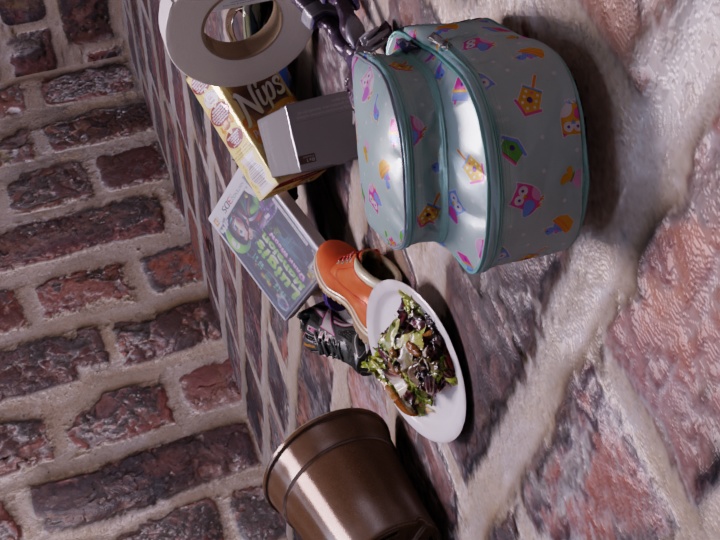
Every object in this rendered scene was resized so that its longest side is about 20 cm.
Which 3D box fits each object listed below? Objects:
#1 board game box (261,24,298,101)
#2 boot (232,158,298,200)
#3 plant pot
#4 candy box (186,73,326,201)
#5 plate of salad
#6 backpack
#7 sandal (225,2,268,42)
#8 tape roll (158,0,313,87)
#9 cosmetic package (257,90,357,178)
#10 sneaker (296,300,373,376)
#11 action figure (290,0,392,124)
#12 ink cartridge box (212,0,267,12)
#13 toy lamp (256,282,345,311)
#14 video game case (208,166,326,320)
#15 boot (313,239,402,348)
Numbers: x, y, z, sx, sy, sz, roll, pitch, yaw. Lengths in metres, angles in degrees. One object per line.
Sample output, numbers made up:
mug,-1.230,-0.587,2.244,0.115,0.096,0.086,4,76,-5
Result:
board game box,-0.113,-0.265,1.665,0.158,0.039,0.200,-117,26,-45
boot,-0.118,-0.097,1.689,0.198,0.073,0.162,51,162,5
plant pot,-0.003,0.328,1.521,0.198,0.200,0.201,52,154,43
candy box,-0.137,-0.205,1.541,0.055,0.115,0.200,-35,84,44
plate of salad,0.054,0.108,1.293,0.200,0.048,0.201,42,142,44
backpack,0.080,-0.091,0.837,0.200,0.153,0.176,-143,45,-58
sandal,-0.180,-0.371,1.721,0.201,0.057,0.080,134,152,-76
tape roll,-0.154,-0.320,1.418,0.203,0.202,0.037,93,158,-52
cosmetic package,-0.055,-0.167,1.386,0.200,0.106,0.091,179,76,-74
sneaker,-0.037,0.104,1.640,0.200,0.086,0.081,-136,32,-64
action figure,-0.005,-0.238,1.200,0.201,0.069,0.130,67,158,17
ink cartridge box,-0.174,-0.464,1.466,0.200,0.144,0.146,104,149,-62
toy lamp,-0.090,0.023,1.695,0.200,0.058,0.058,8,115,50
video game case,-0.130,-0.046,1.621,0.200,0.023,0.182,52,143,8
boot,0.000,0.000,1.430,0.200,0.075,0.108,48,148,45
